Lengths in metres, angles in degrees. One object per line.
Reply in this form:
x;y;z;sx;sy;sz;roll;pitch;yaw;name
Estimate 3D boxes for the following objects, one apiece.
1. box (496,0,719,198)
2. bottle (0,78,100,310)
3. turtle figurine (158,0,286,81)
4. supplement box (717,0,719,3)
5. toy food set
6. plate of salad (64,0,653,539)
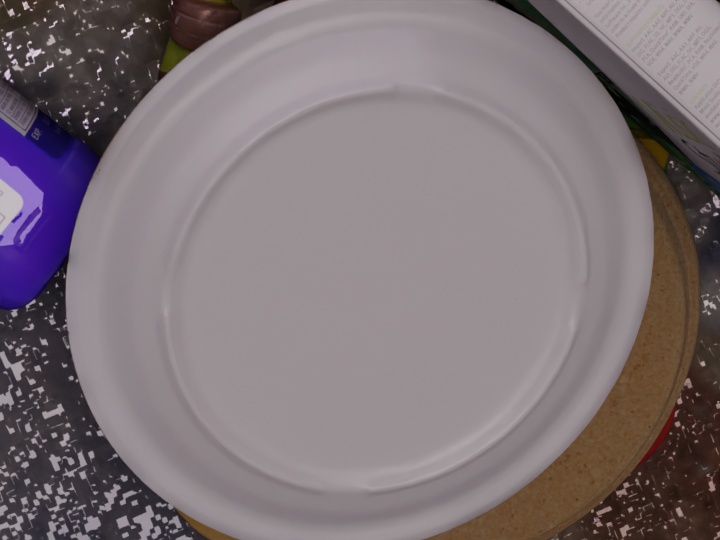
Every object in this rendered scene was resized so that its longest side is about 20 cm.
0.096;-0.070;0.809;0.200;0.144;0.036;42;92;-11;box
-0.177;-0.069;0.847;0.200;0.084;0.065;39;89;-12;bottle
-0.048;-0.127;0.872;0.199;0.064;0.162;-6;107;-25;turtle figurine
0.180;-0.153;0.841;0.133;0.200;0.197;40;88;-12;supplement box
0.031;0.023;0.897;0.197;0.049;0.201;6;110;-18;toy food set
0.000;0.000;0.824;0.199;0.048;0.201;-6;113;-14;plate of salad
